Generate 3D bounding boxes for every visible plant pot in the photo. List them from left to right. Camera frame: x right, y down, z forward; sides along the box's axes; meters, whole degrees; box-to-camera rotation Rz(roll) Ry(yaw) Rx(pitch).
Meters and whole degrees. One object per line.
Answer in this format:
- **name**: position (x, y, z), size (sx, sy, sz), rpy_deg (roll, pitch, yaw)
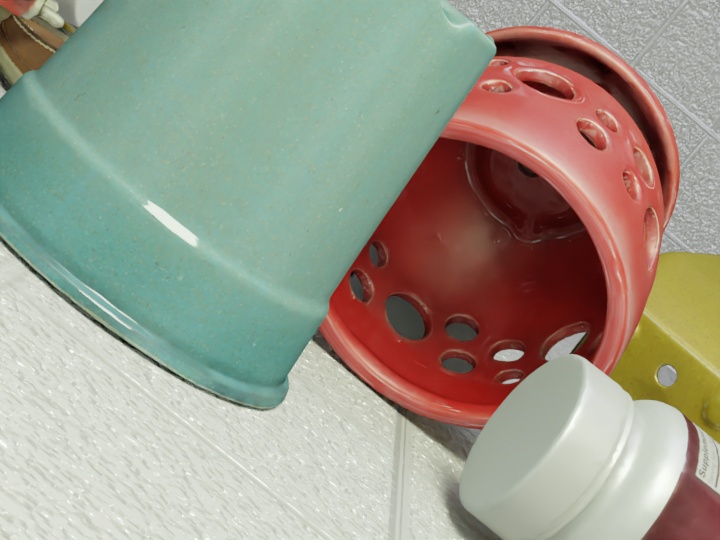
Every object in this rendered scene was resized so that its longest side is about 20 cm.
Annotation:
- **plant pot**: position (-0.053, -0.074, 0.717), size (0.200, 0.196, 0.200), rpy_deg (39, 9, -7)
- **plant pot**: position (0.085, -0.033, 0.912), size (0.200, 0.200, 0.183), rpy_deg (40, 37, 2)
- **plant pot**: position (0.212, 0.106, 1.013), size (0.194, 0.196, 0.200), rpy_deg (44, 16, 30)

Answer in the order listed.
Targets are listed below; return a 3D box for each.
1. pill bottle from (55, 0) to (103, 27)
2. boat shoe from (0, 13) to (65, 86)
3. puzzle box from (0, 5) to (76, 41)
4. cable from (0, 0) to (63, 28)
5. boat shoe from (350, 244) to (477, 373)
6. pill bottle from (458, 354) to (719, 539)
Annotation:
- **pill bottle**: position (-0.241, -0.245, 0.991), size (0.200, 0.114, 0.114), rpy_deg (30, 7, 4)
- **boat shoe**: position (-0.130, -0.093, 0.904), size (0.200, 0.074, 0.076), rpy_deg (40, 7, 17)
- **puzzle box**: position (-0.217, -0.172, 1.127), size (0.200, 0.025, 0.133), rpy_deg (31, 12, -46)
- **cable**: position (-0.248, -0.191, 0.855), size (0.200, 0.050, 0.097), rpy_deg (20, 24, -31)
- **boat shoe**: position (0.000, 0.000, 1.032), size (0.200, 0.071, 0.070), rpy_deg (32, 11, -4)
- **pill bottle**: position (0.156, 0.139, 0.785), size (0.200, 0.114, 0.114), rpy_deg (38, 8, -12)
